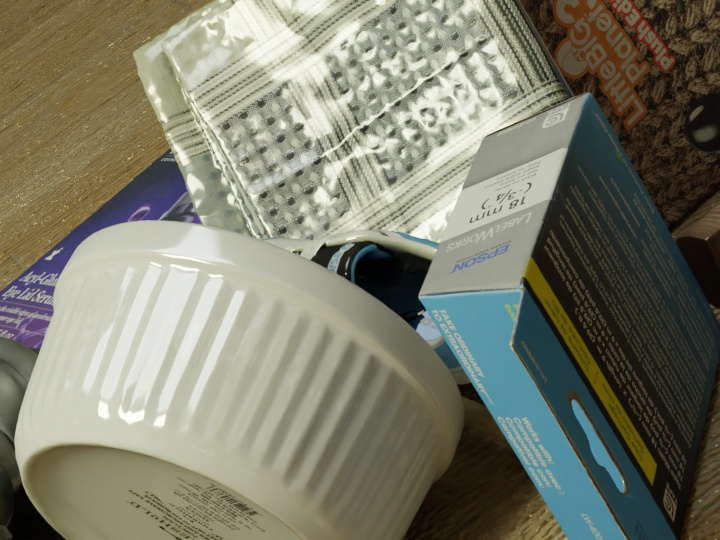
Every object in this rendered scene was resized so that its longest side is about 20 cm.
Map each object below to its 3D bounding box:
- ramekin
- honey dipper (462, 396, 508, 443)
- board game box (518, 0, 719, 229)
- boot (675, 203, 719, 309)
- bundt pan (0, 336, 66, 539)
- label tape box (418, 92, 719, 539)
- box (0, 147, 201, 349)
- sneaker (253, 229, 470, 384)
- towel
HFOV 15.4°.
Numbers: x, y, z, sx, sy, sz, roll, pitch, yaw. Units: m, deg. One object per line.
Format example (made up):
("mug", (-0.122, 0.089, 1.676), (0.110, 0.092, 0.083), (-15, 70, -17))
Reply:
("ramekin", (-0.063, 0.078, 1.210), (0.199, 0.200, 0.105), (-9, 47, 45))
("honey dipper", (0.048, 0.065, 1.288), (0.038, 0.038, 0.200), (-39, 22, -16))
("board game box", (0.148, -0.130, 1.401), (0.200, 0.160, 0.097), (-41, 24, -18))
("boot", (0.244, -0.031, 1.186), (0.154, 0.074, 0.200), (-34, 24, -13))
("bundt pan", (-0.175, 0.125, 1.278), (0.075, 0.203, 0.202), (-1, 34, 23))
("label tape box", (0.090, 0.038, 1.148), (0.063, 0.145, 0.200), (-20, 25, 27))
("box", (-0.109, 0.024, 1.501), (0.200, 0.105, 0.148), (-43, 24, -23))
("sneaker", (-0.019, 0.008, 1.242), (0.199, 0.073, 0.072), (5, 57, 27))
("towel", (-0.003, -0.075, 1.307), (0.199, 0.193, 0.035), (-32, -14, 19))
